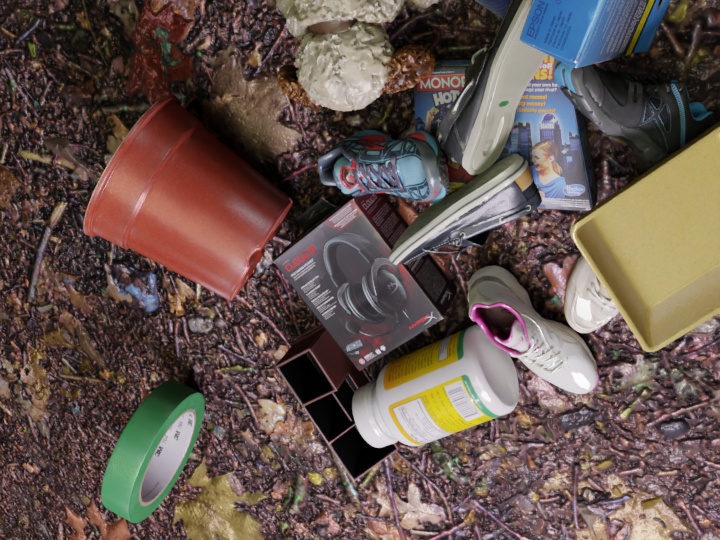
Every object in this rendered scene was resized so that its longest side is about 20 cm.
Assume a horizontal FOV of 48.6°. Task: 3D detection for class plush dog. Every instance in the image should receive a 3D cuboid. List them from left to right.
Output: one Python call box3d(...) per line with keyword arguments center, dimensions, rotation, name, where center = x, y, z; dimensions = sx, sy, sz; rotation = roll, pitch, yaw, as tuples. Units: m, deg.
box3d(center=(-0.014, -0.253, 0.822), dimensions=(0.197, 0.160, 0.175), rotation=(-5, 95, 22), name="plush dog")

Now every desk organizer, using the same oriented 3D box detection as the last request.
box3d(center=(-0.025, 0.179, 1.084), dimensions=(0.071, 0.077, 0.202), rotation=(-28, 101, 30), name="desk organizer")

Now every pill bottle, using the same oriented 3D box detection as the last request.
box3d(center=(0.090, 0.155, 1.006), dimensions=(0.198, 0.113, 0.114), rotation=(-28, 101, 29), name="pill bottle")

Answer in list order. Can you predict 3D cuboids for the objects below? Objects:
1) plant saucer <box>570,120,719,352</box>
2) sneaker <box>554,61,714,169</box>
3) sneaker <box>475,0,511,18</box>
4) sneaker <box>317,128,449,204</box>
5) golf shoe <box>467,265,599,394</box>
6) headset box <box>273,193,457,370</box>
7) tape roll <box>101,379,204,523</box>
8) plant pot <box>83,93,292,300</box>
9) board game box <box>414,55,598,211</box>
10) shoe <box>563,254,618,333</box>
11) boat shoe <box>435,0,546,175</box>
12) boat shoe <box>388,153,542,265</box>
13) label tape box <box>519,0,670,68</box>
box3d(center=(0.331, -0.040, 0.811), dimensions=(0.199, 0.049, 0.200), rotation=(-34, 119, 13), name="plant saucer")
box3d(center=(0.268, -0.168, 0.781), dimensions=(0.198, 0.074, 0.082), rotation=(22, 119, -36), name="sneaker")
box3d(center=(0.186, -0.339, 0.766), dimensions=(0.080, 0.115, 0.200), rotation=(37, 150, 4), name="sneaker")
box3d(center=(0.019, -0.104, 0.876), dimensions=(0.199, 0.094, 0.081), rotation=(18, 126, 58), name="sneaker")
box3d(center=(0.200, 0.086, 0.945), dimensions=(0.199, 0.092, 0.075), rotation=(41, 120, -1), name="golf shoe")
box3d(center=(0.000, 0.000, 0.994), dimensions=(0.148, 0.077, 0.201), rotation=(-33, 99, 30), name="headset box")
box3d(center=(-0.298, 0.262, 1.160), dimensions=(0.048, 0.201, 0.203), rotation=(24, 120, 10), name="tape roll")
box3d(center=(-0.200, -0.076, 0.983), dimensions=(0.194, 0.201, 0.202), rotation=(32, 121, -4), name="plant pot")
box3d(center=(0.160, -0.174, 0.860), dimensions=(0.197, 0.062, 0.203), rotation=(6, 114, 20), name="board game box")
box3d(center=(0.282, -0.008, 0.889), dimensions=(0.069, 0.053, 0.202), rotation=(26, 120, 9), name="shoe")
box3d(center=(0.131, -0.197, 0.785), dimensions=(0.068, 0.071, 0.202), rotation=(46, 128, 34), name="boat shoe")
box3d(center=(0.109, -0.050, 0.861), dimensions=(0.199, 0.075, 0.062), rotation=(-32, 106, 35), name="boat shoe")
box3d(center=(0.232, -0.271, 0.720), dimensions=(0.063, 0.199, 0.146), rotation=(31, 122, 24), name="label tape box")
